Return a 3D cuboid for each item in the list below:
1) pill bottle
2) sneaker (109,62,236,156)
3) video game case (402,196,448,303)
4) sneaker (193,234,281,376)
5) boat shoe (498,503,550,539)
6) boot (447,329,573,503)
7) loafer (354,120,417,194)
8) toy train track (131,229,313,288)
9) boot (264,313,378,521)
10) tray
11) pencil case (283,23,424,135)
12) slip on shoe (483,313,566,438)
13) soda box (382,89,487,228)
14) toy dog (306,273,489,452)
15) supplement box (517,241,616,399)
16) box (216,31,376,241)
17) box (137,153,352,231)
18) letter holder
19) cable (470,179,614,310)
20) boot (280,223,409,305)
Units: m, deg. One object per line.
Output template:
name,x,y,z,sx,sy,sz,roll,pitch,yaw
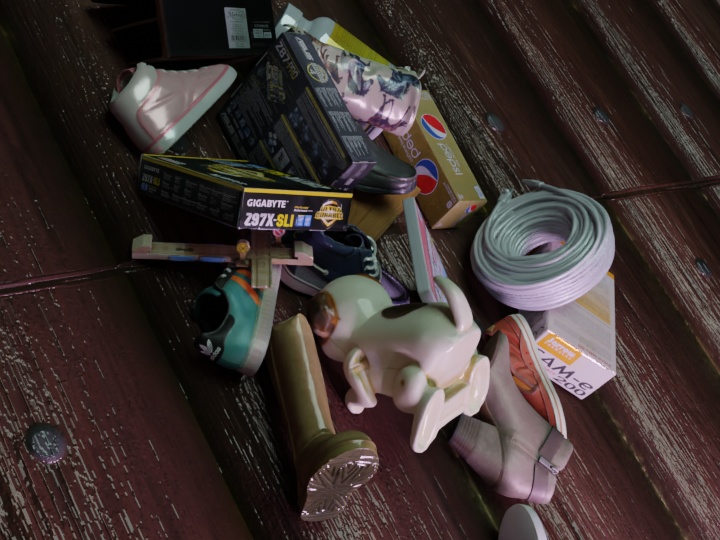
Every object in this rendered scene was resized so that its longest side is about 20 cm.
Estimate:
pill bottle,-0.040,-0.274,1.635,0.199,0.112,0.113,34,39,-15
sneaker,-0.230,-0.221,1.442,0.105,0.075,0.201,45,42,-9
video game case,0.094,0.025,1.474,0.201,0.017,0.144,63,15,-50
sneaker,-0.138,0.023,1.315,0.079,0.072,0.201,23,38,-19
boat shoe,0.208,0.363,1.340,0.063,0.071,0.202,9,59,-36
boot,0.194,0.185,1.463,0.145,0.070,0.201,29,57,-2
loafer,-0.016,-0.158,1.535,0.198,0.073,0.073,20,35,1
toy train track,-0.150,-0.028,1.307,0.198,0.033,0.115,2,35,-7
boot,-0.050,0.135,1.226,0.065,0.176,0.202,0,58,-24
tray,0.001,-0.090,1.572,0.099,0.037,0.200,44,39,-2
pencil case,-0.018,-0.249,1.544,0.198,0.078,0.090,19,84,-16
slip on shoe,0.213,0.154,1.536,0.061,0.074,0.202,-16,70,-12
soda box,0.098,-0.160,1.697,0.064,0.068,0.201,-3,59,-43
toy dog,0.029,0.080,1.340,0.199,0.196,0.139,26,44,31
supplement box,0.288,0.062,1.670,0.125,0.074,0.201,32,40,-17
box,-0.083,-0.162,1.458,0.049,0.161,0.201,-7,61,-45
box,-0.131,-0.088,1.343,0.159,0.050,0.199,2,13,-43
letter holder,-0.226,-0.311,1.522,0.199,0.141,0.102,-14,98,-51
cable,0.247,-0.031,1.632,0.200,0.199,0.070,-48,133,-26
boot,0.000,0.000,1.443,0.199,0.090,0.073,17,46,-35
